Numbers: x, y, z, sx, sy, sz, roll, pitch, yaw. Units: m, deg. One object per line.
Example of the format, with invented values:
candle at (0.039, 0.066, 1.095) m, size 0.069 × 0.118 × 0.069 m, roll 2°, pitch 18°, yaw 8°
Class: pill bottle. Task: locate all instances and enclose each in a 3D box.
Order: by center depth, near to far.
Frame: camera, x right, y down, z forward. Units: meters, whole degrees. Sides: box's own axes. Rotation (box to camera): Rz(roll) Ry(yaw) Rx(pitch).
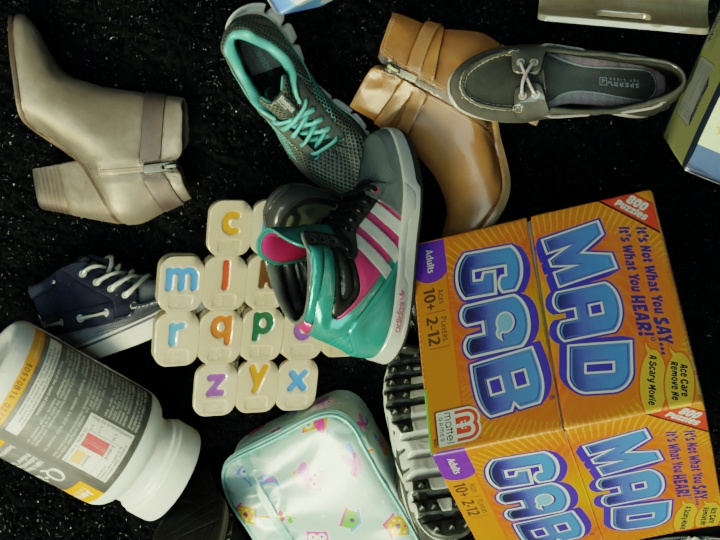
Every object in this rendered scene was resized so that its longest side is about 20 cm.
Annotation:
pill bottle at (-0.251, 0.140, 1.151) m, size 0.200 × 0.116 × 0.116 m, roll 34°, pitch 107°, yaw -22°

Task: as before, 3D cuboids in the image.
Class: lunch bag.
lunch bag at (-0.030, 0.229, 1.207) m, size 0.160 × 0.077 × 0.201 m, roll -27°, pitch 98°, yaw 13°

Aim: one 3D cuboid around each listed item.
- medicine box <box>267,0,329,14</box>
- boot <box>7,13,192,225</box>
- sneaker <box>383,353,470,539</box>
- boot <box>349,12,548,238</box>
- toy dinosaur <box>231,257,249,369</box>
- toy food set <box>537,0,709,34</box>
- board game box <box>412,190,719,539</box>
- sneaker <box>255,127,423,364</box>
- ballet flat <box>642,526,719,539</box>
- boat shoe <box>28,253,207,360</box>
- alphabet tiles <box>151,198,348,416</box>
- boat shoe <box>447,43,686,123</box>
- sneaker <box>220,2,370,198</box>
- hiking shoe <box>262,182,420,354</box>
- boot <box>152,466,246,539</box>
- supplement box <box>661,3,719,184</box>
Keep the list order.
medicine box at (0.010, -0.297, 1.015) m, size 0.199 × 0.182 × 0.103 m, roll -28°, pitch 98°, yaw 14°
boot at (-0.230, -0.139, 1.157) m, size 0.145 × 0.070 × 0.201 m, roll -7°, pitch 104°, yaw 4°
sneaker at (0.056, 0.163, 1.152) m, size 0.066 × 0.201 × 0.091 m, roll -5°, pitch 146°, yaw -9°
boot at (0.062, -0.112, 1.103) m, size 0.155 × 0.077 × 0.201 m, roll 21°, pitch 101°, yaw -3°
toy dinosaur at (-0.104, 0.010, 1.182) m, size 0.088 × 0.047 × 0.200 m, roll 31°, pitch 110°, yaw -7°
toy food set at (0.225, -0.300, 1.046) m, size 0.143 × 0.060 × 0.201 m, roll 6°, pitch 105°, yaw 7°
board game box at (0.168, 0.092, 1.040) m, size 0.199 × 0.201 × 0.200 m, roll -13°, pitch 141°, yaw 11°
sneaker at (-0.021, -0.032, 1.030) m, size 0.120 × 0.084 × 0.201 m, roll 13°, pitch 68°, yaw -25°
ballet flat at (0.267, 0.270, 1.178) m, size 0.199 × 0.073 × 0.073 m, roll -9°, pitch 103°, yaw 11°
boat shoe at (-0.220, 0.021, 1.175) m, size 0.199 × 0.075 × 0.093 m, roll -22°, pitch 97°, yaw 25°
alphabet tiles at (-0.087, 0.033, 1.139) m, size 0.199 × 0.015 × 0.197 m, roll -1°, pitch 105°, yaw -26°
boat shoe at (0.173, -0.158, 1.057) m, size 0.199 × 0.057 × 0.067 m, roll -1°, pitch 84°, yaw -14°
sneaker at (-0.059, -0.139, 1.112) m, size 0.077 × 0.091 × 0.200 m, roll -37°, pitch 96°, yaw 16°
hiking shoe at (0.000, 0.000, 1.106) m, size 0.076 × 0.101 × 0.200 m, roll -49°, pitch 119°, yaw -7°
boot at (-0.129, 0.279, 1.179) m, size 0.073 × 0.200 × 0.151 m, roll -27°, pitch 105°, yaw -6°
supplement box at (0.342, -0.157, 0.992) m, size 0.134 × 0.200 × 0.201 m, roll 22°, pitch 106°, yaw 2°
